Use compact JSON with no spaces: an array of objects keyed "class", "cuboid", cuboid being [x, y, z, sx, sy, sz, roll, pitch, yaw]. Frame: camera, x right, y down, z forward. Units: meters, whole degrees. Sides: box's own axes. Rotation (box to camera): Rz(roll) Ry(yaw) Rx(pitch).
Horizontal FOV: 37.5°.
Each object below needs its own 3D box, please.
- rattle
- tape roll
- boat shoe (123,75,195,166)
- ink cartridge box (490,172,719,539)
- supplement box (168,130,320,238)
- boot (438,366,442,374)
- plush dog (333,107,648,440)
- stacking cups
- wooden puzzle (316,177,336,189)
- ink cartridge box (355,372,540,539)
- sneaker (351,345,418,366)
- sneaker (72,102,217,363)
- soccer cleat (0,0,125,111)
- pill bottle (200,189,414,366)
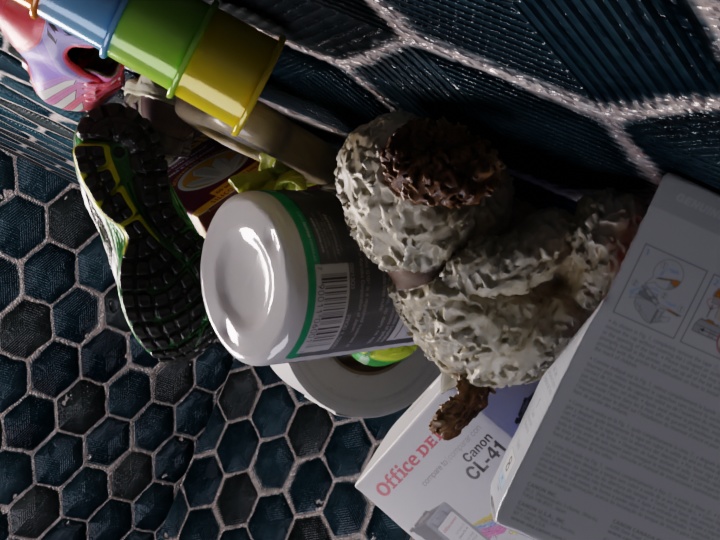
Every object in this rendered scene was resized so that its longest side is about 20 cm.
[{"class":"rattle","cuboid":[-0.100,-0.066,0.725,0.130,0.143,0.200,41,-177,7]},{"class":"tape roll","cuboid":[-0.010,0.058,1.216,0.202,0.204,0.139,25,174,-17]},{"class":"boat shoe","cuboid":[-0.169,-0.117,0.874,0.072,0.065,0.200,25,175,-17]},{"class":"ink cartridge box","cuboid":[0.179,0.069,0.549,0.159,0.201,0.047,23,-168,-1]},{"class":"supplement box","cuboid":[-0.127,-0.056,0.931,0.199,0.110,0.086,17,139,53]},{"class":"boot","cuboid":[0.089,0.052,0.936,0.204,0.073,0.154,46,-175,-44]},{"class":"plush dog","cuboid":[0.051,-0.015,0.613,0.172,0.160,0.200,49,168,-13]},{"class":"stacking cups","cuboid":[-0.139,-0.140,0.547,0.199,0.061,0.060,26,175,-9]},{"class":"wooden puzzle","cuboid":[0.023,-0.041,0.960,0.199,0.037,0.184,27,174,-35]},{"class":"ink cartridge box","cuboid":[0.117,0.170,0.811,0.200,0.148,0.086,39,-145,3]},{"class":"sneaker","cuboid":[0.008,0.050,0.974,0.074,0.084,0.200,38,-167,-9]},{"class":"sneaker","cuboid":[-0.156,-0.027,0.787,0.077,0.202,0.085,-20,-166,-16]},{"class":"soccer cleat","cuboid":[-0.180,-0.138,0.693,0.076,0.067,0.200,33,172,4]},{"class":"pill bottle","cuboid":[0.000,0.000,0.736,0.199,0.114,0.113,-4,-165,-40]}]
